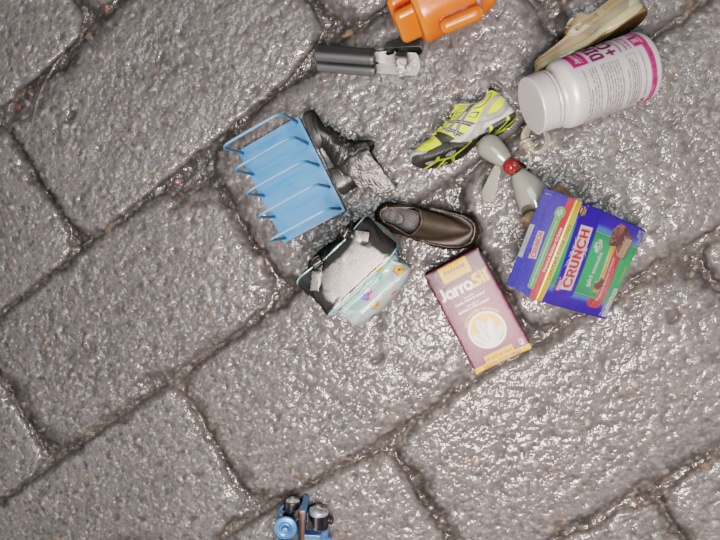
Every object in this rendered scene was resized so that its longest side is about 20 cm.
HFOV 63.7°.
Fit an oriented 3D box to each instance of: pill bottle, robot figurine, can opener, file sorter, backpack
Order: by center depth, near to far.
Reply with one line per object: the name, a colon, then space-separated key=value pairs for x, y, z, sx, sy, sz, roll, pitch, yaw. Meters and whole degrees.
pill bottle: x=0.370 y=-0.302 z=0.946 sx=0.199 sy=0.113 sz=0.114 roll=-21 pitch=92 yaw=-3
robot figurine: x=0.148 y=-0.472 z=0.988 sx=0.199 sy=0.144 sz=0.117 roll=-24 pitch=111 yaw=10
backpack: x=0.000 y=0.000 z=1.020 sx=0.153 sy=0.200 sz=0.176 roll=43 pitch=97 yaw=-2
can opener: x=0.015 y=-0.388 z=1.059 sx=0.199 sy=0.053 sz=0.067 roll=3 pitch=62 yaw=8
file sorter: x=-0.141 y=-0.168 z=1.064 sx=0.138 sy=0.123 sz=0.201 roll=-27 pitch=90 yaw=11

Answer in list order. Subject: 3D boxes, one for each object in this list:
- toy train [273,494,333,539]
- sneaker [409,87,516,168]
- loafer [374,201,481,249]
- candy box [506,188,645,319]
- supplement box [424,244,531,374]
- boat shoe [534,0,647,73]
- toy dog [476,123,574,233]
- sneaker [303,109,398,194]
toy train: x=-0.113 y=0.549 z=1.152 sx=0.114 sy=0.087 sz=0.201 roll=3 pitch=94 yaw=0
sneaker: x=0.174 y=-0.249 z=1.034 sx=0.200 sy=0.075 sz=0.077 roll=-27 pitch=79 yaw=3
loafer: x=0.118 y=-0.079 z=1.053 sx=0.199 sy=0.071 sz=0.073 roll=9 pitch=97 yaw=9
candy box: x=0.358 y=-0.023 z=0.960 sx=0.199 sy=0.077 sz=0.170 roll=14 pitch=101 yaw=-33
supplement box: x=0.210 y=0.068 z=1.044 sx=0.110 sy=0.086 sz=0.200 roll=-28 pitch=90 yaw=12
boat shoe: x=0.378 y=-0.400 z=0.982 sx=0.200 sy=0.072 sz=0.065 roll=-31 pitch=78 yaw=11
toy dog: x=0.282 y=-0.146 z=1.016 sx=0.131 sy=0.096 sz=0.201 roll=-18 pitch=80 yaw=-4
sneaker: x=-0.019 y=-0.221 z=1.072 sx=0.104 sy=0.060 sz=0.200 roll=-25 pitch=96 yaw=12
